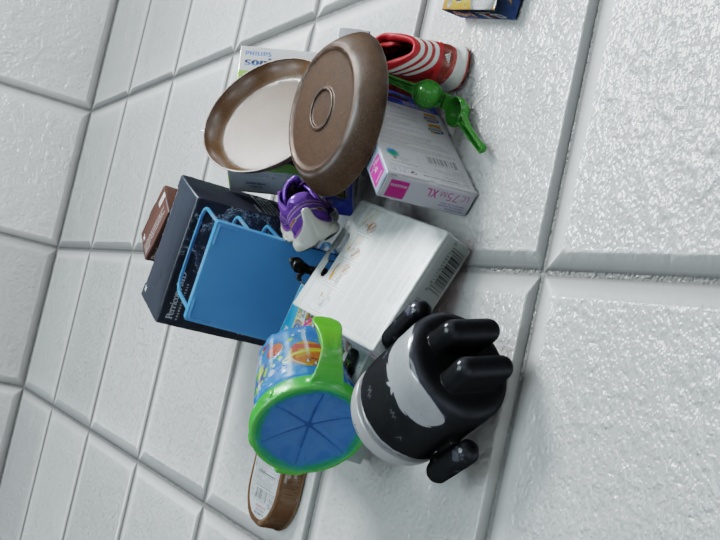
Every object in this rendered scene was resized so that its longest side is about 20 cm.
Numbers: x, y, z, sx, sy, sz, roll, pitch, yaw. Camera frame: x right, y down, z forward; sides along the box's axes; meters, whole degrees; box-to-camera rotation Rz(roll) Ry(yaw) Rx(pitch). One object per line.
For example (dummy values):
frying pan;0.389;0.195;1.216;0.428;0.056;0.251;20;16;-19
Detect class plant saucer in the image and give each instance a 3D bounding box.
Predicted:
plant saucer;-0.123;-0.208;1.626;0.198;0.032;0.202;-15;51;19
plant saucer;-0.035;-0.190;1.412;0.200;0.034;0.202;-29;56;53

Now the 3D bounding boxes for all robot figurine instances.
robot figurine;0.074;0.123;1.227;0.200;0.124;0.151;-47;14;45

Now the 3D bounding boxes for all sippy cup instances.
sippy cup;-0.065;0.139;1.353;0.177;0.140;0.131;-34;35;15

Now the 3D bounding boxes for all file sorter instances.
file sorter;-0.137;0.008;1.628;0.140;0.198;0.123;-69;23;12

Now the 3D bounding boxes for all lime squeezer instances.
lime squeezer;0.084;-0.195;1.405;0.200;0.070;0.038;38;138;23

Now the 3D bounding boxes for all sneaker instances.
sneaker;-0.072;-0.085;1.516;0.084;0.080;0.200;66;174;-12
sneaker;0.042;-0.259;1.497;0.200;0.115;0.079;-20;57;58

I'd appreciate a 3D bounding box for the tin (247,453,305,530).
tin;-0.108;0.254;1.620;0.112;0.042;0.202;8;83;60

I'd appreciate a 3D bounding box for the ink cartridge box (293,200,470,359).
ink cartridge box;0.020;0.011;1.395;0.163;0.050;0.200;-57;31;-5

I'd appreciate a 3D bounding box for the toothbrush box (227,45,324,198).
toothbrush box;-0.114;-0.217;1.737;0.086;0.144;0.202;99;175;-71

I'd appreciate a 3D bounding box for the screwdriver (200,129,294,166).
screwdriver;-0.137;-0.171;1.655;0.029;0.198;0.028;-57;-21;-59

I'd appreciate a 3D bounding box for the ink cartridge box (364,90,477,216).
ink cartridge box;0.055;-0.148;1.406;0.042;0.118;0.201;-60;30;34

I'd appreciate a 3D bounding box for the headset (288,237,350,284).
headset;0.000;0.000;1.464;0.199;0.094;0.125;0;71;51

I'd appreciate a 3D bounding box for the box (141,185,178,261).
box;-0.229;-0.050;1.838;0.101;0.198;0.075;-59;29;30

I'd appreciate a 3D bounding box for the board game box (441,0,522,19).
board game box;0.170;-0.402;1.409;0.135;0.034;0.202;28;102;64

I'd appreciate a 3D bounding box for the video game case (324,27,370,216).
video game case;-0.019;-0.192;1.567;0.200;0.045;0.183;91;-173;-73

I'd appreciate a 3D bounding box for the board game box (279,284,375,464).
board game box;-0.038;0.125;1.477;0.200;0.064;0.149;36;103;55

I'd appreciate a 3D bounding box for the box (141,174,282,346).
box;-0.194;-0.011;1.748;0.198;0.198;0.117;-69;26;13
